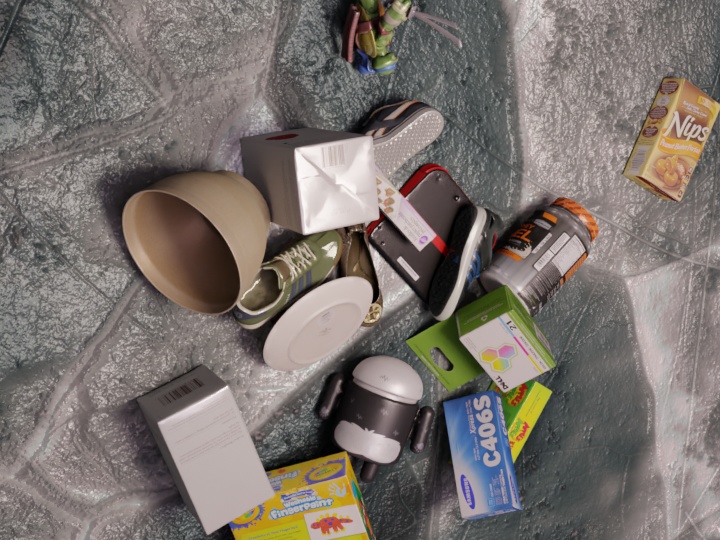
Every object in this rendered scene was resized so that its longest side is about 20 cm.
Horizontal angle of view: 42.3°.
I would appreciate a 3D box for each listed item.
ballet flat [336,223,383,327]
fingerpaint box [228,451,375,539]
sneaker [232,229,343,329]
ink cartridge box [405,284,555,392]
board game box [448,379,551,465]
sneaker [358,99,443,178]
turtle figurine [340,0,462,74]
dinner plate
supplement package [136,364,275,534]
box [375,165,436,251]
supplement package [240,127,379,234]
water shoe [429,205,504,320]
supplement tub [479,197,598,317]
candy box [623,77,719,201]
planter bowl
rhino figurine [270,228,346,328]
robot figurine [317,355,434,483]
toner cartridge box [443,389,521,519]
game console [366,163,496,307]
[{"bbox_3d":[0.000,0.000,1.482,0.067,0.046,0.200,-18,109,-23],"label":"ballet flat"},{"bbox_3d":[-0.093,0.392,1.458,0.200,0.073,0.167,-16,111,6],"label":"fingerpaint box"},{"bbox_3d":[-0.105,0.006,1.343,0.200,0.090,0.067,-41,78,-7],"label":"sneaker"},{"bbox_3d":[0.199,0.137,1.549,0.200,0.076,0.148,-31,119,18],"label":"ink cartridge box"},{"bbox_3d":[0.246,0.278,1.644,0.048,0.102,0.200,32,85,-31],"label":"board game box"},{"bbox_3d":[0.029,-0.194,1.440,0.200,0.079,0.078,-33,133,-10],"label":"sneaker"},{"bbox_3d":[0.050,-0.402,1.371,0.194,0.200,0.144,63,37,-19],"label":"turtle figurine"},{"bbox_3d":[-0.058,0.089,1.420,0.200,0.024,0.200,-30,148,-21],"label":"dinner plate"},{"bbox_3d":[-0.229,0.262,1.376,0.117,0.117,0.200,-27,112,-22],"label":"supplement package"},{"bbox_3d":[0.048,-0.104,1.435,0.039,0.041,0.200,-44,131,1],"label":"box"},{"bbox_3d":[-0.076,-0.133,1.323,0.121,0.200,0.120,-14,107,-26],"label":"supplement package"},{"bbox_3d":[0.180,-0.005,1.535,0.079,0.071,0.200,16,98,-29],"label":"water shoe"},{"bbox_3d":[0.310,-0.025,1.601,0.200,0.123,0.123,-46,118,-13],"label":"supplement tub"},{"bbox_3d":[0.583,-0.244,1.738,0.115,0.055,0.200,24,89,-30],"label":"candy box"},{"bbox_3d":[-0.209,-0.057,1.291,0.135,0.200,0.200,-47,122,-43],"label":"planter bowl"},{"bbox_3d":[-0.090,0.000,1.423,0.087,0.060,0.200,38,82,-11],"label":"rhino figurine"},{"bbox_3d":[0.024,0.237,1.505,0.150,0.125,0.200,19,92,-35],"label":"robot figurine"},{"bbox_3d":[0.205,0.311,1.575,0.043,0.095,0.200,33,43,-55],"label":"toner cartridge box"},{"bbox_3d":[0.122,-0.058,1.550,0.177,0.031,0.200,-47,117,-5],"label":"game console"}]
